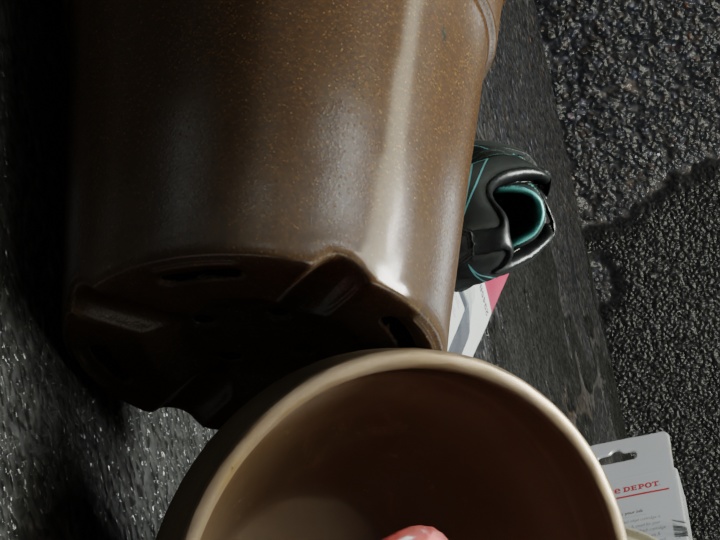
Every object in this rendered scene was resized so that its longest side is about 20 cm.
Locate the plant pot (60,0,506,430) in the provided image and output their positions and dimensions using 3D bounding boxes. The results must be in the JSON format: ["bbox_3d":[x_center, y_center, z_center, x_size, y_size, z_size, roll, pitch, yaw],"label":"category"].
[{"bbox_3d":[-0.035,-0.053,0.938,0.200,0.199,0.199,61,27,-57],"label":"plant pot"}]

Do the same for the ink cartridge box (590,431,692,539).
[{"bbox_3d":[0.265,0.267,2.267,0.067,0.115,0.201,62,19,-53],"label":"ink cartridge box"}]

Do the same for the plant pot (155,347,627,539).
[{"bbox_3d":[-0.001,0.128,0.890,0.093,0.200,0.202,3,-71,63],"label":"plant pot"}]

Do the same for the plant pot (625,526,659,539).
[{"bbox_3d":[0.091,0.222,1.317,0.183,0.199,0.202,35,43,-57],"label":"plant pot"}]

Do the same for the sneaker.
[{"bbox_3d":[0.063,-0.023,1.138,0.200,0.079,0.076,-33,114,-65],"label":"sneaker"}]

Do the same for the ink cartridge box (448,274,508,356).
[{"bbox_3d":[0.000,0.000,1.190,0.200,0.084,0.146,-60,139,-51],"label":"ink cartridge box"}]

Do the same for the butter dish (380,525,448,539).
[{"bbox_3d":[-0.042,0.202,0.746,0.200,0.147,0.200,-37,115,-32],"label":"butter dish"}]
